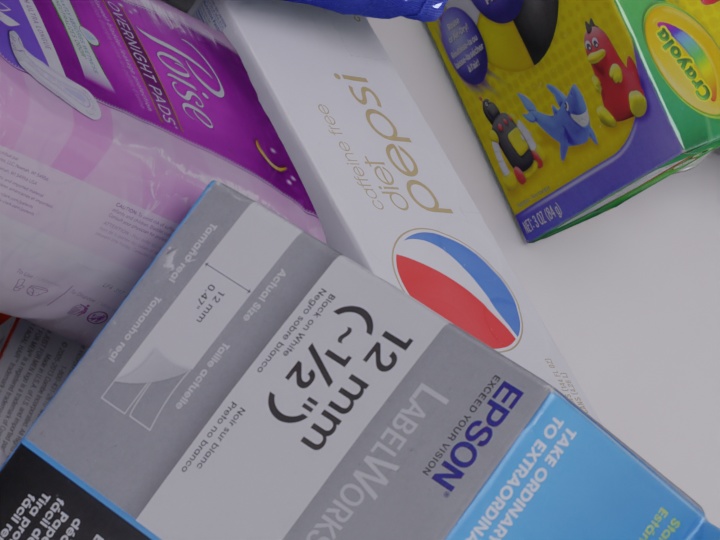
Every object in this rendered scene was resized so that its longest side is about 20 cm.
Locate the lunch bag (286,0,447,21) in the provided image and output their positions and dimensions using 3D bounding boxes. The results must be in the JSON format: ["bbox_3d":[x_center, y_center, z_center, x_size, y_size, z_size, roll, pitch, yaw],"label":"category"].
[{"bbox_3d":[-0.059,-0.175,0.980,0.170,0.128,0.200,7,53,-23],"label":"lunch bag"}]

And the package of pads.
[{"bbox_3d":[-0.108,-0.047,0.861,0.200,0.076,0.121,24,30,-43],"label":"package of pads"}]

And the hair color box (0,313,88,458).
[{"bbox_3d":[-0.045,0.093,0.951,0.200,0.064,0.111,31,62,-13],"label":"hair color box"}]

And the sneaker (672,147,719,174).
[{"bbox_3d":[0.180,-0.071,1.115,0.200,0.074,0.089,-5,95,-30],"label":"sneaker"}]

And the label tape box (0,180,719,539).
[{"bbox_3d":[-0.003,0.083,0.781,0.143,0.200,0.066,-53,141,-7],"label":"label tape box"}]

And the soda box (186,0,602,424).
[{"bbox_3d":[0.000,0.000,0.952,0.068,0.064,0.200,2,50,-44],"label":"soda box"}]

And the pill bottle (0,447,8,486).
[{"bbox_3d":[-0.195,0.012,0.854,0.112,0.112,0.200,-23,66,-30],"label":"pill bottle"}]

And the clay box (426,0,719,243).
[{"bbox_3d":[0.059,-0.121,1.037,0.048,0.115,0.200,-23,85,-29],"label":"clay box"}]
